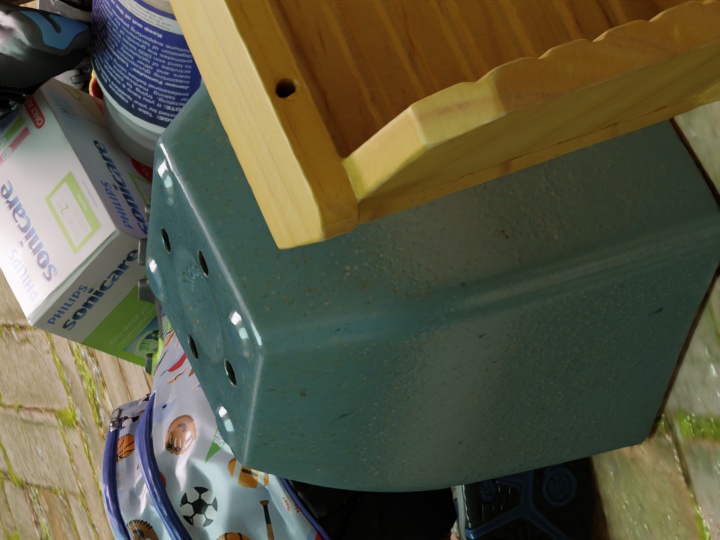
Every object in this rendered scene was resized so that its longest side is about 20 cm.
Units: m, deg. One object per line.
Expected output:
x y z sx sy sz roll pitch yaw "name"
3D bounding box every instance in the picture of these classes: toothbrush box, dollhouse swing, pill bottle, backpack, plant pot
-0.130 -0.018 1.720 0.086 0.200 0.146 -46 50 19 "toothbrush box"
0.052 -0.114 1.059 0.176 0.199 0.182 111 138 -65 "dollhouse swing"
-0.094 -0.145 1.613 0.200 0.115 0.116 104 143 -59 "pill bottle"
-0.045 0.112 1.470 0.200 0.154 0.191 49 -169 -14 "backpack"
0.015 -0.015 1.279 0.197 0.199 0.196 102 145 -58 "plant pot"

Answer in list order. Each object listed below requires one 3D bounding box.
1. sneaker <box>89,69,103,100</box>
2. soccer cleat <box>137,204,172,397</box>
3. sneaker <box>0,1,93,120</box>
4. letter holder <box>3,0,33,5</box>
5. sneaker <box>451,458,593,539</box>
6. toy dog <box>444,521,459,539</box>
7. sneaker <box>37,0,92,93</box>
-0.139 -0.120 1.837 0.200 0.077 0.073 96 149 -66 "sneaker"
-0.079 0.036 1.626 0.201 0.083 0.065 88 -175 -47 "soccer cleat"
-0.214 -0.105 1.641 0.200 0.073 0.082 -9 70 59 "sneaker"
-0.190 -0.206 1.701 0.101 0.199 0.143 -132 29 -51 "letter holder"
0.076 0.136 1.449 0.077 0.075 0.201 20 126 62 "sneaker"
-0.005 0.126 1.650 0.132 0.096 0.200 90 155 -45 "toy dog"
-0.181 -0.141 1.907 0.099 0.070 0.201 144 122 -77 "sneaker"
